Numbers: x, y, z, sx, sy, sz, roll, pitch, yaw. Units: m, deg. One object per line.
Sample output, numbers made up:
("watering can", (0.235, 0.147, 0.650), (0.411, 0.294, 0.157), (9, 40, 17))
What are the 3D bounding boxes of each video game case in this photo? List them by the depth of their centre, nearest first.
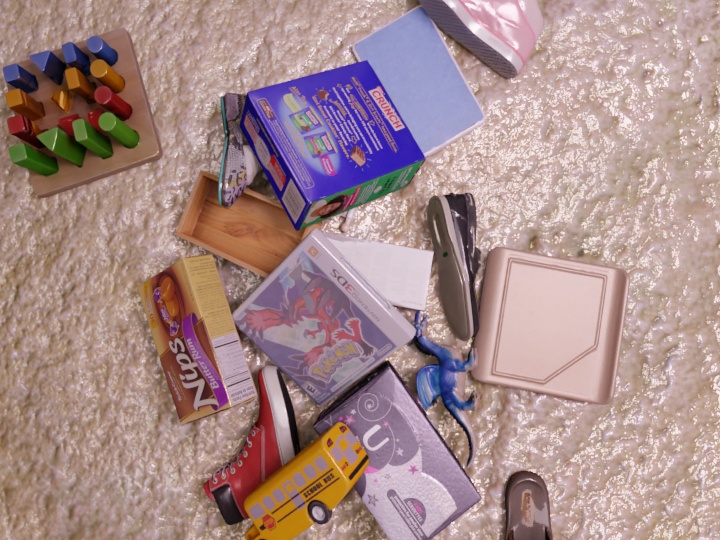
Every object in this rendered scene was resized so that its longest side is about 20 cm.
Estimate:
("video game case", (-0.055, 0.070, 0.792), (0.182, 0.023, 0.199), (44, 124, -8))

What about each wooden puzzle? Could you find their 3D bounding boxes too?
("wooden puzzle", (0.262, 0.076, 0.850), (0.194, 0.037, 0.191), (10, 86, 8))

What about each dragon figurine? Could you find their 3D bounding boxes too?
("dragon figurine", (0.111, 0.158, 0.827), (0.097, 0.059, 0.206), (-5, 83, 20))

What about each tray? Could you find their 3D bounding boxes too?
("tray", (-0.157, -0.058, 0.844), (0.196, 0.037, 0.101), (23, 91, 21))

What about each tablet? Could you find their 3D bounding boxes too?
("tablet", (0.085, -0.275, 0.892), (0.128, 0.014, 0.204), (-28, 84, 0))

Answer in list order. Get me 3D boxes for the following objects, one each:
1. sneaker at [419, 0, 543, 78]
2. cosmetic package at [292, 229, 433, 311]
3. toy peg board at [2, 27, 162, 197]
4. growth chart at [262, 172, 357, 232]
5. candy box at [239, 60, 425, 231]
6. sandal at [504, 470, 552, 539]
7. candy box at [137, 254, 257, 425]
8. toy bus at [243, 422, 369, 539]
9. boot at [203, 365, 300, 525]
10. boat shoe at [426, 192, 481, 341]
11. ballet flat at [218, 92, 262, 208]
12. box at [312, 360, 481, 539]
("sneaker", (0.175, -0.378, 0.864), (0.198, 0.075, 0.106), (37, 90, -6))
("cosmetic package", (0.000, 0.000, 0.854), (0.194, 0.051, 0.085), (11, 83, 4))
("toy peg board", (-0.414, -0.238, 0.865), (0.195, 0.098, 0.204), (-17, 85, 0))
("growth chart", (-0.069, -0.168, 0.887), (0.197, 0.018, 0.147), (30, 87, 4))
("candy box", (-0.036, -0.172, 0.810), (0.197, 0.077, 0.172), (-24, 78, -29))
("sandal", (0.236, 0.378, 0.813), (0.079, 0.055, 0.206), (-2, 85, 2))
("candy box", (-0.224, 0.095, 0.828), (0.115, 0.056, 0.205), (-23, 83, 34))
("toy bus", (-0.076, 0.277, 0.745), (0.200, 0.065, 0.079), (-43, 83, 26))
("boot", (-0.155, 0.241, 0.833), (0.140, 0.072, 0.206), (-10, 89, 3))
("boat shoe", (0.144, -0.006, 0.843), (0.066, 0.071, 0.206), (-9, 90, -25))
("ballet flat", (-0.161, -0.172, 0.836), (0.070, 0.073, 0.205), (-9, 55, 1))
("box", (0.045, 0.242, 0.801), (0.131, 0.115, 0.202), (-36, 85, -2))
